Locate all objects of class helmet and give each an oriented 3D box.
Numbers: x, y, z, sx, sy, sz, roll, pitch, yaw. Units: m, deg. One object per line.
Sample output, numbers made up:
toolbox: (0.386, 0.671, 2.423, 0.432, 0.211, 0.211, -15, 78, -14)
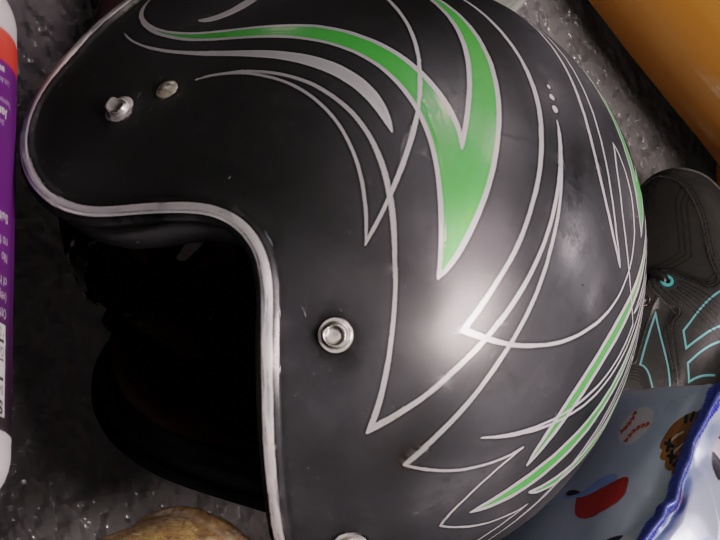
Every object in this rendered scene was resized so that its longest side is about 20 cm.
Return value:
helmet: (0.000, 0.000, 0.755, 0.200, 0.191, 0.200, -42, 146, -37)

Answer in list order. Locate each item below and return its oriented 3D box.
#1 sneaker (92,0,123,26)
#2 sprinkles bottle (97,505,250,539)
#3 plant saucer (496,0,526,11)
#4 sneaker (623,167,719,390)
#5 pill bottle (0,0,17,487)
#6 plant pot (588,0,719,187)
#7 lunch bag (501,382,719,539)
sneaker: (-0.024, -0.071, 0.901, 0.200, 0.076, 0.116, 27, 67, -26)
sprinkles bottle: (-0.107, 0.121, 0.646, 0.200, 0.068, 0.068, -15, 91, -52)
plant saucer: (0.032, -0.200, 0.995, 0.200, 0.050, 0.200, 14, 71, -43)
sneaker: (0.120, 0.039, 1.007, 0.079, 0.075, 0.200, 29, 60, -34)
pill bottle: (-0.162, 0.007, 0.705, 0.112, 0.112, 0.200, 11, 73, -43)
plant pot: (0.202, -0.129, 1.064, 0.183, 0.200, 0.200, 37, 55, -14)
lunch bag: (0.115, 0.142, 0.822, 0.200, 0.170, 0.124, 42, 67, -25)
